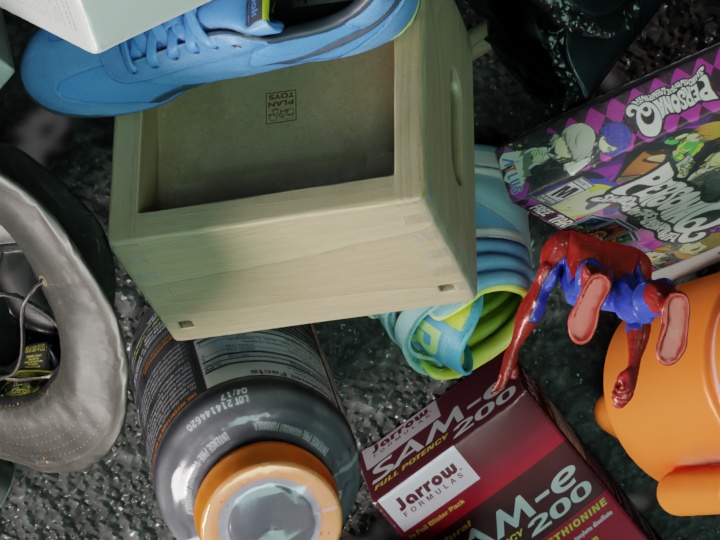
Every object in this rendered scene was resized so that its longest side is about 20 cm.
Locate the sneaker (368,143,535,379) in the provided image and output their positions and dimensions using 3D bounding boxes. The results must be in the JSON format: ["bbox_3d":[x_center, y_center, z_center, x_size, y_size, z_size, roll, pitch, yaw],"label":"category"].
[{"bbox_3d":[0.000,0.000,1.499,0.200,0.131,0.080,-6,139,-7],"label":"sneaker"}]

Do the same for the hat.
[{"bbox_3d":[-0.169,-0.005,1.372,0.200,0.081,0.201,23,135,25],"label":"hat"}]

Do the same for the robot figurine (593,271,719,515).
[{"bbox_3d":[0.207,0.053,1.539,0.144,0.200,0.117,-25,93,-32],"label":"robot figurine"}]

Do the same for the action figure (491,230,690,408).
[{"bbox_3d":[0.112,0.034,1.417,0.065,0.200,0.099,16,99,-3],"label":"action figure"}]

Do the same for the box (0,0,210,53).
[{"bbox_3d":[-0.114,-0.195,1.340,0.152,0.200,0.107,-28,118,-21],"label":"box"}]

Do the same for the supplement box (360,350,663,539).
[{"bbox_3d":[0.101,0.153,1.631,0.109,0.061,0.200,-37,114,7],"label":"supplement box"}]

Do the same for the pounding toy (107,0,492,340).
[{"bbox_3d":[-0.012,-0.076,1.445,0.184,0.200,0.142,-8,148,14],"label":"pounding toy"}]

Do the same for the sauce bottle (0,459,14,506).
[{"bbox_3d":[-0.276,0.074,1.524,0.200,0.065,0.065,33,104,-21],"label":"sauce bottle"}]

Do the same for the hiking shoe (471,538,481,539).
[{"bbox_3d":[0.003,0.184,1.570,0.087,0.074,0.200,33,144,-19],"label":"hiking shoe"}]

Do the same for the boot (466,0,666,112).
[{"bbox_3d":[0.115,-0.197,1.426,0.168,0.076,0.200,-42,128,-35],"label":"boot"}]

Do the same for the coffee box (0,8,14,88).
[{"bbox_3d":[-0.265,-0.065,1.437,0.080,0.114,0.200,36,103,-23],"label":"coffee box"}]

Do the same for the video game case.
[{"bbox_3d":[0.190,-0.060,1.478,0.181,0.036,0.200,-24,157,21],"label":"video game case"}]

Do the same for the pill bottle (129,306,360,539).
[{"bbox_3d":[-0.059,0.085,1.494,0.106,0.200,0.106,-4,114,-8],"label":"pill bottle"}]

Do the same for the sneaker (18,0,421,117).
[{"bbox_3d":[-0.071,-0.119,1.348,0.200,0.078,0.066,-12,86,12],"label":"sneaker"}]
